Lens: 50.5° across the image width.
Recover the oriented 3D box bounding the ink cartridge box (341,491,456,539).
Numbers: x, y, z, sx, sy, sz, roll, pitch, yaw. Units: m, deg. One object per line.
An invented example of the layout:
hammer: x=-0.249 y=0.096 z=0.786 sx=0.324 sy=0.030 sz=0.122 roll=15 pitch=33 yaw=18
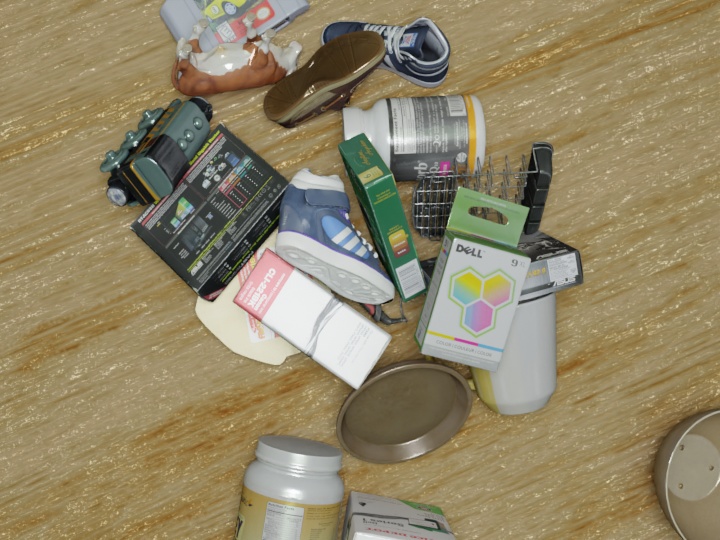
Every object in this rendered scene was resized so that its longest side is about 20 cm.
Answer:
ink cartridge box: x=0.049 y=0.371 z=1.016 sx=0.142 sy=0.200 sz=0.087 roll=11 pitch=87 yaw=-3

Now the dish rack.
dish rack: x=0.168 y=-0.103 z=1.070 sx=0.194 sy=0.155 sz=0.056 roll=-3 pitch=55 yaw=1

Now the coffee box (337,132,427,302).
coffee box: x=0.032 y=-0.069 z=1.026 sx=0.043 sy=0.124 sz=0.203 roll=-24 pitch=128 yaw=-3

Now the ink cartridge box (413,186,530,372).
ink cartridge box: x=0.144 y=0.012 z=0.943 sx=0.101 sy=0.059 sz=0.205 roll=14 pitch=101 yaw=-10

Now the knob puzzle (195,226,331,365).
knob puzzle: x=-0.141 y=0.036 z=1.105 sx=0.213 sy=0.030 sz=0.227 roll=1 pitch=86 yaw=-7

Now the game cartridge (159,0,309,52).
game cartridge: x=-0.189 y=-0.391 z=1.125 sx=0.198 sy=0.041 sz=0.135 roll=-35 pitch=85 yaw=-4

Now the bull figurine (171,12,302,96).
bull figurine: x=-0.169 y=-0.295 z=1.067 sx=0.195 sy=0.122 sz=0.066 roll=-18 pitch=66 yaw=-13

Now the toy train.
toy train: x=-0.269 y=-0.164 z=1.038 sx=0.112 sy=0.202 sz=0.086 roll=-13 pitch=125 yaw=30

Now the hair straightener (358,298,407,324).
hair straightener: x=0.000 y=0.000 z=1.099 sx=0.199 sy=0.041 sz=0.077 roll=42 pitch=70 yaw=-6

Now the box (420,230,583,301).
box: x=0.187 y=0.003 z=1.059 sx=0.195 sy=0.159 sz=0.050 roll=-14 pitch=105 yaw=-3

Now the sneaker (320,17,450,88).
sneaker: x=0.038 y=-0.326 z=1.094 sx=0.195 sy=0.109 sz=0.072 roll=17 pitch=86 yaw=-2

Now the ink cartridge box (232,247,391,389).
ink cartridge box: x=-0.066 y=0.066 z=1.023 sx=0.198 sy=0.144 sz=0.085 roll=34 pitch=83 yaw=-3

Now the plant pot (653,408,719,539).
plant pot: x=0.495 y=0.290 z=1.074 sx=0.194 sy=0.134 sz=0.207 roll=0 pitch=87 yaw=-2

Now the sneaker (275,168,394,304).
sneaker: x=-0.021 y=-0.057 z=1.042 sx=0.197 sy=0.080 sz=0.150 roll=28 pitch=60 yaw=-27

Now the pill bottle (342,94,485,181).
pill bottle: x=0.073 y=-0.186 z=1.086 sx=0.194 sy=0.116 sz=0.120 roll=-3 pitch=87 yaw=-2

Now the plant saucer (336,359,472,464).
plant saucer: x=0.059 y=0.193 z=1.057 sx=0.194 sy=0.030 sz=0.204 roll=-9 pitch=131 yaw=-10

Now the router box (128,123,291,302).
router box: x=-0.203 y=-0.081 z=1.071 sx=0.149 sy=0.062 sz=0.201 roll=39 pitch=84 yaw=19

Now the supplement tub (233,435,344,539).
supplement tub: x=-0.098 y=0.340 z=1.039 sx=0.140 sy=0.144 sz=0.206 roll=10 pitch=87 yaw=-2

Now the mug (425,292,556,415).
mug: x=0.200 y=0.114 z=1.086 sx=0.147 sy=0.184 sz=0.158 roll=-16 pitch=98 yaw=-37

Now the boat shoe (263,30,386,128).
boat shoe: x=-0.043 y=-0.265 z=1.088 sx=0.197 sy=0.072 sz=0.073 roll=-31 pitch=62 yaw=16
